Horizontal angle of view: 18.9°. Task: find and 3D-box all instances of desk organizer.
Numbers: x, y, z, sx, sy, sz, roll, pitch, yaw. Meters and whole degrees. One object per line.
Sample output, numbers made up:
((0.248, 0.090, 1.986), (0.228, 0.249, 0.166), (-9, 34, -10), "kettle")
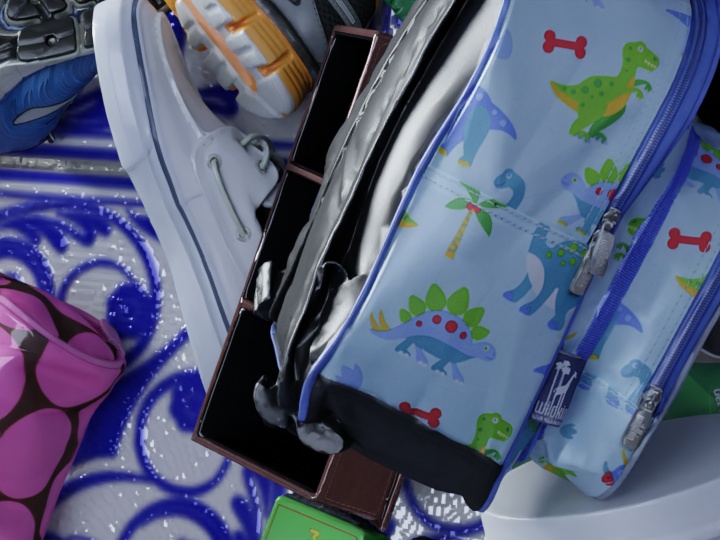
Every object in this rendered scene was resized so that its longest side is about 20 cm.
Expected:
((0.000, 0.000, 0.933), (0.077, 0.072, 0.201), (18, 93, -19), "desk organizer")

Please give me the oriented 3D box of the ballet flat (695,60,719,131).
((0.188, -0.086, 0.876), (0.199, 0.057, 0.067), (-22, 77, 24), "ballet flat")

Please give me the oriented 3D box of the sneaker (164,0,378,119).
((-0.070, -0.166, 0.982), (0.077, 0.078, 0.200), (-36, 93, -20), "sneaker")

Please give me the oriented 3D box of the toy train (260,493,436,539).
((0.039, 0.151, 0.949), (0.199, 0.042, 0.057), (19, 85, 26), "toy train")

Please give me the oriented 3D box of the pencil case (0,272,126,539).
((-0.178, 0.105, 1.034), (0.201, 0.093, 0.091), (-66, 20, 9), "pencil case")

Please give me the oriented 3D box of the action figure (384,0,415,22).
((-0.005, -0.188, 0.964), (0.055, 0.118, 0.201), (-27, 84, 10), "action figure")

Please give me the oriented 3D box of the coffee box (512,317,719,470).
((0.151, 0.030, 0.896), (0.199, 0.044, 0.124), (-19, 79, 25), "coffee box")

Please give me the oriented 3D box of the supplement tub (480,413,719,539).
((0.128, 0.168, 0.823), (0.144, 0.145, 0.201), (-12, 97, 25), "supplement tub")

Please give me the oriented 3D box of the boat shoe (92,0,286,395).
((-0.061, -0.035, 0.985), (0.066, 0.074, 0.201), (-16, 104, 10), "boat shoe")

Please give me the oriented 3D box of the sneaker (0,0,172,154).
((-0.162, -0.109, 1.041), (0.199, 0.089, 0.079), (-32, 79, 0), "sneaker")

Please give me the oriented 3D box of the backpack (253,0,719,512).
((0.062, -0.027, 0.797), (0.146, 0.183, 0.201), (23, 101, -9), "backpack")
